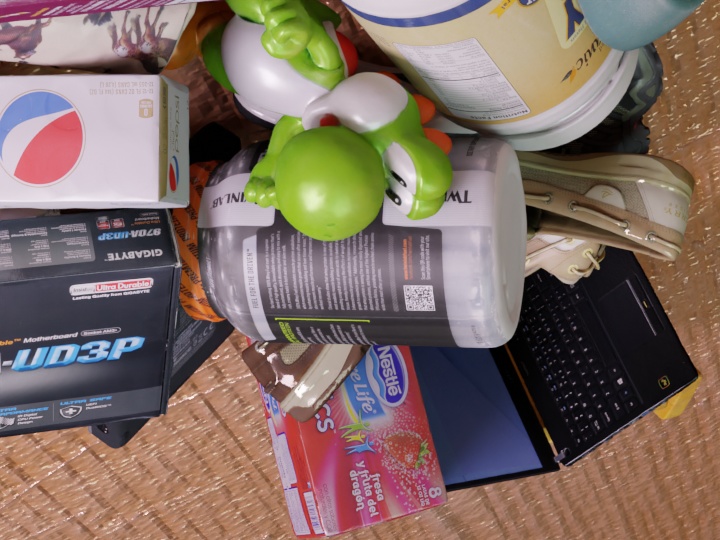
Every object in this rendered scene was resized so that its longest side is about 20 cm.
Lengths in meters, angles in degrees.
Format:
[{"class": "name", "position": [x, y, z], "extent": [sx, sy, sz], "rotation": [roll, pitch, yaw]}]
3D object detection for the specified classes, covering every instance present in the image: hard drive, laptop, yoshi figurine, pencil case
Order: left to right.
[{"class": "pencil case", "position": [-0.189, -0.144, 0.839], "extent": [0.198, 0.079, 0.089], "rotation": [2, 175, -32]}, {"class": "hard drive", "position": [-0.131, 0.014, 1.080], "extent": [0.140, 0.033, 0.201], "rotation": [-47, 159, -33]}, {"class": "yoshi figurine", "position": [-0.041, -0.091, 0.885], "extent": [0.112, 0.200, 0.112], "rotation": [-49, 162, 6]}, {"class": "laptop", "position": [0.120, 0.053, 1.228], "extent": [0.199, 0.179, 0.103], "rotation": [-37, 146, 21]}]

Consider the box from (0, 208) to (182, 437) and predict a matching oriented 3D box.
[{"class": "box", "position": [-0.208, 0.037, 0.946], "extent": [0.197, 0.046, 0.160], "rotation": [-6, 143, -16]}]

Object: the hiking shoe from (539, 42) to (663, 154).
[{"class": "hiking shoe", "position": [0.145, -0.116, 1.099], "extent": [0.100, 0.076, 0.201], "rotation": [-24, 148, -6]}]

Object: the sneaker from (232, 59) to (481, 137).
[{"class": "sneaker", "position": [-0.008, -0.079, 1.055], "extent": [0.198, 0.074, 0.112], "rotation": [0, 139, -34]}]

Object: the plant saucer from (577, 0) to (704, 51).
[{"class": "plant saucer", "position": [0.173, -0.219, 0.888], "extent": [0.199, 0.036, 0.203], "rotation": [-28, 125, -50]}]

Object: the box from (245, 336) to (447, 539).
[{"class": "box", "position": [-0.017, 0.080, 1.142], "extent": [0.094, 0.203, 0.100], "rotation": [-13, 173, -17]}]

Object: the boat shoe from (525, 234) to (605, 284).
[{"class": "boat shoe", "position": [0.147, -0.022, 1.193], "extent": [0.198, 0.067, 0.074], "rotation": [-21, 176, 31]}]

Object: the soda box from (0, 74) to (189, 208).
[{"class": "soda box", "position": [-0.194, -0.068, 0.871], "extent": [0.197, 0.069, 0.064], "rotation": [0, 180, 8]}]

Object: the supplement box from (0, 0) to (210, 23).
[{"class": "supplement box", "position": [-0.123, -0.187, 0.750], "extent": [0.198, 0.133, 0.103], "rotation": [-11, -173, -21]}]

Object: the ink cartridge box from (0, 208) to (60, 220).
[{"class": "ink cartridge box", "position": [-0.257, 0.010, 1.012], "extent": [0.146, 0.086, 0.201], "rotation": [-14, 145, -15]}]

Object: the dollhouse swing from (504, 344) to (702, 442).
[{"class": "dollhouse swing", "position": [0.158, 0.137, 1.396], "extent": [0.198, 0.182, 0.178], "rotation": [-12, 126, -18]}]

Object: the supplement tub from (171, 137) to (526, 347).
[{"class": "supplement tub", "position": [-0.006, -0.017, 0.967], "extent": [0.197, 0.124, 0.123], "rotation": [1, 150, 14]}]

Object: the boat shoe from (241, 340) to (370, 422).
[{"class": "boat shoe", "position": [0.000, 0.000, 1.055], "extent": [0.203, 0.075, 0.075], "rotation": [-50, 180, -5]}]

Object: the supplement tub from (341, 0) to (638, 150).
[{"class": "supplement tub", "position": [0.071, -0.166, 0.917], "extent": [0.144, 0.145, 0.200], "rotation": [-32, 147, 12]}]

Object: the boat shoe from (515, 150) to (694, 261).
[{"class": "boat shoe", "position": [0.128, -0.042, 1.111], "extent": [0.198, 0.064, 0.073], "rotation": [4, 162, 28]}]
